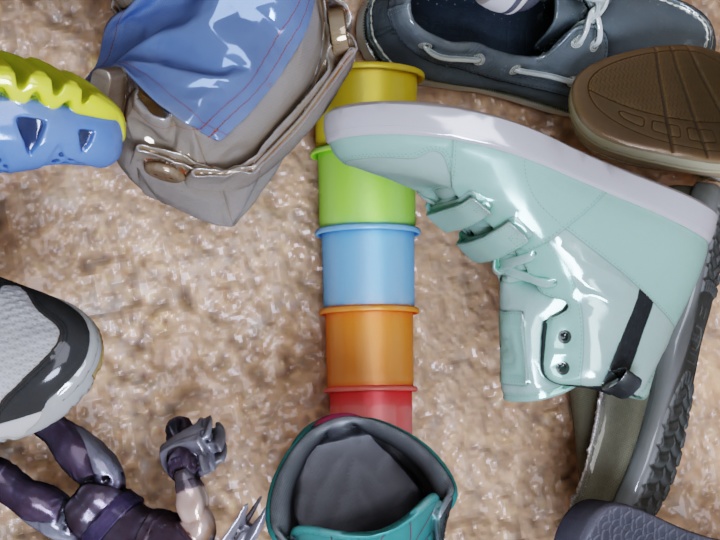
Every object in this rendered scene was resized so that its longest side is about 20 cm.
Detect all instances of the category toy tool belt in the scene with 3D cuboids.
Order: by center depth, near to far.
[{"bbox_3d":[-0.062,-0.131,0.884,0.124,0.123,0.201,19,75,24],"label":"toy tool belt"}]

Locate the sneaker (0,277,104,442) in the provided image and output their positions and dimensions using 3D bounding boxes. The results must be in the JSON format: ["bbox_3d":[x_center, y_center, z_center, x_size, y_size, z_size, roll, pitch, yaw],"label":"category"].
[{"bbox_3d":[-0.210,0.017,0.811,0.199,0.088,0.076,10,60,16],"label":"sneaker"}]

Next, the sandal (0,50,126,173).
[{"bbox_3d":[-0.196,-0.051,0.773,0.199,0.079,0.087,1,100,-13],"label":"sandal"}]

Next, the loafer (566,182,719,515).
[{"bbox_3d":[0.135,0.048,0.970,0.069,0.075,0.201,13,79,20],"label":"loafer"}]

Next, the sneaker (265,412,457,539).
[{"bbox_3d":[0.012,0.145,0.816,0.083,0.121,0.201,-17,64,-9],"label":"sneaker"}]

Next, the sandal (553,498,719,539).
[{"bbox_3d":[0.159,0.161,0.941,0.200,0.043,0.076,35,68,-36],"label":"sandal"}]

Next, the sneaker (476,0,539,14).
[{"bbox_3d":[0.106,-0.197,0.952,0.079,0.079,0.201,21,48,-13],"label":"sneaker"}]

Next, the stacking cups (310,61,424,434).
[{"bbox_3d":[0.000,0.000,0.940,0.060,0.060,0.201,3,86,-16],"label":"stacking cups"}]

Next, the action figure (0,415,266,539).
[{"bbox_3d":[-0.125,0.104,0.868,0.200,0.069,0.130,41,89,2],"label":"action figure"}]

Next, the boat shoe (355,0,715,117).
[{"bbox_3d":[0.100,-0.123,0.979,0.199,0.062,0.073,3,81,-16],"label":"boat shoe"}]

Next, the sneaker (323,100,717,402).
[{"bbox_3d":[0.065,-0.003,0.890,0.200,0.074,0.119,19,83,-13],"label":"sneaker"}]

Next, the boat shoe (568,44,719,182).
[{"bbox_3d":[0.194,-0.072,0.993,0.199,0.065,0.072,-2,63,-23],"label":"boat shoe"}]
